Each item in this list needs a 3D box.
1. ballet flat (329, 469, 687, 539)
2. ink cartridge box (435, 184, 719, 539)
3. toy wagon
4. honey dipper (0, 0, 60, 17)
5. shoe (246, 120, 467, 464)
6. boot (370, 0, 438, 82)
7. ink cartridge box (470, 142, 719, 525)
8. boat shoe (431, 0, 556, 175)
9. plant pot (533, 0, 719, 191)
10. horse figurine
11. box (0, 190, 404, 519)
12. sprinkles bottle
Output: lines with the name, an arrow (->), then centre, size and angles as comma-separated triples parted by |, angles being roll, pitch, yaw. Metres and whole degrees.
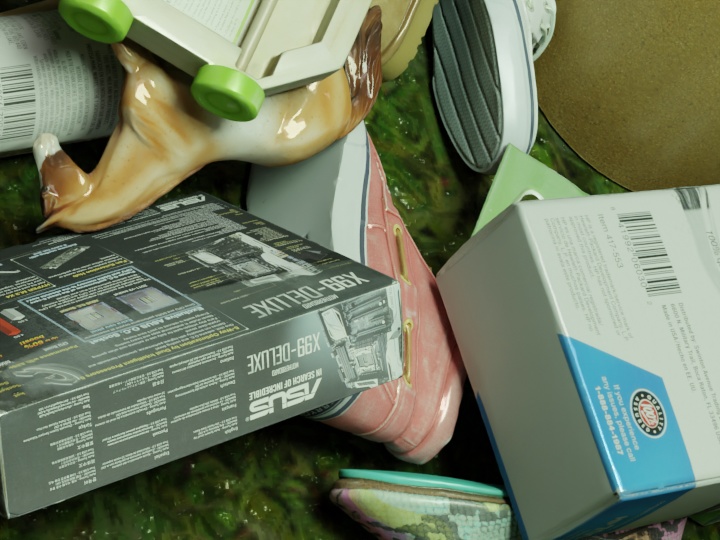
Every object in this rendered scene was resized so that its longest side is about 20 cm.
ballet flat -> 0.078, 0.130, 0.982 | 0.199, 0.069, 0.071 | 2, 90, -28
ink cartridge box -> 0.156, 0.041, 0.973 | 0.199, 0.086, 0.147 | -5, 68, -34
toy wagon -> -0.082, -0.167, 0.905 | 0.200, 0.040, 0.156 | 30, 67, -18
honey dipper -> -0.128, -0.140, 1.022 | 0.200, 0.038, 0.038 | -21, 77, -31
shoe -> 0.000, 0.000, 1.002 | 0.091, 0.071, 0.201 | 32, 39, -38
boot -> -0.025, -0.210, 1.024 | 0.200, 0.066, 0.176 | 32, 68, -41
ink cartridge box -> 0.131, 0.034, 1.055 | 0.200, 0.059, 0.104 | 33, 54, -11
boat shoe -> 0.078, -0.145, 1.108 | 0.067, 0.074, 0.201 | 2, 64, -27
plant pot -> 0.214, -0.162, 1.115 | 0.186, 0.200, 0.187 | 12, 62, -23
horse figurine -> -0.062, -0.092, 0.948 | 0.199, 0.050, 0.133 | -7, 89, -30
box -> -0.105, 0.028, 0.874 | 0.200, 0.157, 0.050 | -18, 117, -35
sprinkles bottle -> -0.151, -0.091, 0.959 | 0.199, 0.068, 0.068 | -13, 72, -33
